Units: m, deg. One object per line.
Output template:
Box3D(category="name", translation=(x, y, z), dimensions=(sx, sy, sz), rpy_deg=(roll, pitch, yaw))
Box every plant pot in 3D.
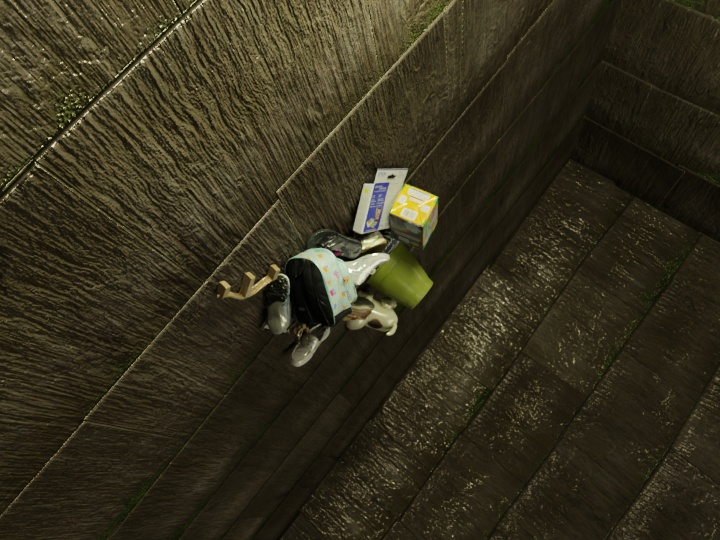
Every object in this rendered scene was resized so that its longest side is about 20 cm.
Box3D(category="plant pot", translation=(0.156, 0.032, 1.975), dimensions=(0.201, 0.192, 0.200), rpy_deg=(-50, 178, -2))

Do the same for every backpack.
Box3D(category="backpack", translation=(-0.113, 0.037, 1.489), dimensions=(0.153, 0.174, 0.202), rpy_deg=(-37, 114, -39))

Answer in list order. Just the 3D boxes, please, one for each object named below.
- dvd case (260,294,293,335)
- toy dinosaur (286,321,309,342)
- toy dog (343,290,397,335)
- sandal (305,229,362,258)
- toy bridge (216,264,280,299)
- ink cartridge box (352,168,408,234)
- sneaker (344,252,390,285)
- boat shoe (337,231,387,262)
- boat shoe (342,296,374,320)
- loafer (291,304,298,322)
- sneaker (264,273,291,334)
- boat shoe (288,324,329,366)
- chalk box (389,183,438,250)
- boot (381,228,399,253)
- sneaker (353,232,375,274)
Box3D(category="dvd case", translation=(-0.210, 0.103, 1.633), dimensions=(0.201, 0.016, 0.149), rpy_deg=(-56, 160, 0))
Box3D(category="toy dinosaur", translation=(-0.193, 0.165, 1.733), dimensions=(0.102, 0.058, 0.201), rpy_deg=(-59, 171, -30))
Box3D(category="toy dog", translation=(0.027, 0.171, 2.025), dimensions=(0.197, 0.196, 0.140), rpy_deg=(-1, 148, -23))
Box3D(category="sandal", translation=(-0.066, -0.071, 1.554), dimensions=(0.198, 0.048, 0.076), rpy_deg=(6, 115, -41))
Box3D(category="toy bridge", translation=(-0.286, 0.039, 1.361), dimensions=(0.199, 0.027, 0.068), rpy_deg=(-23, 144, -53))
Box3D(category="ink cartridge box", translation=(0.061, -0.221, 1.667), dimensions=(0.197, 0.047, 0.203), rpy_deg=(-17, 125, -57))
Box3D(category="sneaker", translation=(0.000, 0.000, 1.639), dimensions=(0.197, 0.081, 0.070), rpy_deg=(-18, 175, -8))
Box3D(category="boat shoe", translation=(-0.017, -0.069, 1.680), dimensions=(0.198, 0.067, 0.072), rpy_deg=(-18, 149, -11))
Box3D(category="boat shoe", translation=(-0.044, 0.123, 1.700), dimensions=(0.198, 0.076, 0.075), rpy_deg=(10, 112, -34))
Box3D(category="loafer", translation=(-0.152, 0.071, 1.616), dimensions=(0.200, 0.070, 0.073), rpy_deg=(-50, 116, -33))
Box3D(category="sneaker", translation=(-0.225, 0.087, 1.511), dimensions=(0.073, 0.071, 0.202), rpy_deg=(-60, 164, -52))
Box3D(category="boat shoe", translation=(-0.171, 0.238, 1.839), dimensions=(0.200, 0.070, 0.070), rpy_deg=(-50, 169, -37))
Box3D(category="chalk box", translation=(0.176, -0.161, 1.770), dimensions=(0.125, 0.123, 0.201), rpy_deg=(-60, 163, -20))
Box3D(category="boot", translation=(0.094, -0.102, 1.866), dimensions=(0.202, 0.072, 0.090), rpy_deg=(-61, 173, 18))
Box3D(category="sneaker", translation=(0.025, -0.065, 1.771), dimensions=(0.067, 0.090, 0.202), rpy_deg=(-39, 154, -30))
